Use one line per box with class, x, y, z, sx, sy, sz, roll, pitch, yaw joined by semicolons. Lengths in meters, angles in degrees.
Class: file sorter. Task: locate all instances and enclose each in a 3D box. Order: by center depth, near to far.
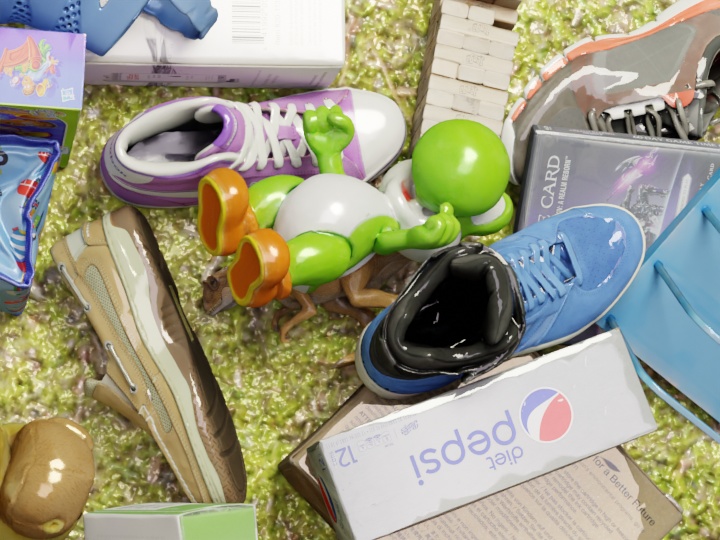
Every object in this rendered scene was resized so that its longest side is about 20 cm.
file sorter;0.269;0.014;1.535;0.139;0.123;0.200;37;101;-18

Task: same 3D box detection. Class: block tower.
block tower;0.074;-0.162;1.602;0.054;0.058;0.201;12;76;-5

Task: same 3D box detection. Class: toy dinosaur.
toy dinosaur;0.000;0.000;1.572;0.199;0.060;0.107;-19;85;-11

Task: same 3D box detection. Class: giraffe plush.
giraffe plush;-0.230;0.121;1.477;0.162;0.200;0.173;29;84;-22

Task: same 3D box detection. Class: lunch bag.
lunch bag;-0.287;-0.045;1.485;0.199;0.151;0.095;13;81;-7

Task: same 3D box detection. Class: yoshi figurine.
yoshi figurine;0.010;-0.046;1.495;0.199;0.112;0.113;-12;97;-28

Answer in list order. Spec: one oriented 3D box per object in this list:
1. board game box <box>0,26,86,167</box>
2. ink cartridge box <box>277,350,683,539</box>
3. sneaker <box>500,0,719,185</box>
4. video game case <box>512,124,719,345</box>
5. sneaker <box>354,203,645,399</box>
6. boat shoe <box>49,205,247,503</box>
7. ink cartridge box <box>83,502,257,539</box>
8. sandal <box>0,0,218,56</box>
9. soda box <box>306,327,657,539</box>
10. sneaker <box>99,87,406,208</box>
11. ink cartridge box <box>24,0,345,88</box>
board game box;-0.235;-0.104;1.476;0.133;0.200;0.045;4;83;-8
ink cartridge box;0.074;0.138;1.558;0.165;0.075;0.200;-42;89;-13
sneaker;0.181;-0.109;1.591;0.199;0.077;0.082;-33;49;-12
video game case;0.195;-0.015;1.593;0.199;0.019;0.144;6;111;-8
sneaker;0.094;0.013;1.486;0.199;0.111;0.077;-24;85;-12
boat shoe;-0.135;0.065;1.545;0.076;0.072;0.201;-23;83;5
ink cartridge box;-0.109;0.241;1.491;0.059;0.104;0.202;-3;88;-40
sandal;-0.162;-0.168;1.476;0.199;0.079;0.088;-13;88;-8
soda box;0.072;0.102;1.493;0.199;0.063;0.069;-21;86;-11
sneaker;-0.060;-0.078;1.546;0.199;0.114;0.073;-12;83;-12
ink cartridge box;-0.112;-0.194;1.566;0.199;0.083;0.148;1;83;-9
